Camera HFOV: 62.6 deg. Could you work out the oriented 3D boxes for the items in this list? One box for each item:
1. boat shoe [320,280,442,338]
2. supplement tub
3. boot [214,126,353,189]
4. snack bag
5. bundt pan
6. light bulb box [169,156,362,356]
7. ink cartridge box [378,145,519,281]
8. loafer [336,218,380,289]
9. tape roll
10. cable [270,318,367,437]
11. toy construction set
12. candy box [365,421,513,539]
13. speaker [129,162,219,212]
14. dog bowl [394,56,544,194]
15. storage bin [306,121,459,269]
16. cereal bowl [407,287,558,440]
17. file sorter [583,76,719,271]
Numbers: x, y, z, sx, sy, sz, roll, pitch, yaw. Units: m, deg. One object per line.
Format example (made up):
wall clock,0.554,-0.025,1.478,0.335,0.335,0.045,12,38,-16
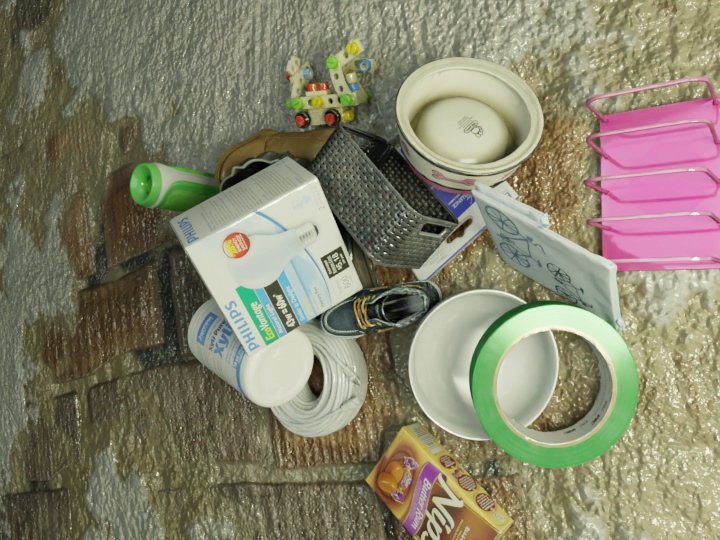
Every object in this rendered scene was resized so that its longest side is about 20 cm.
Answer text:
boat shoe,0.017,0.057,0.867,0.199,0.091,0.072,-17,86,21
supplement tub,-0.183,0.128,0.975,0.199,0.131,0.133,19,100,44
boot,-0.137,-0.196,1.026,0.199,0.066,0.176,11,52,37
snack bag,0.233,-0.015,0.722,0.021,0.189,0.200,-49,53,-5
bundt pan,-0.130,-0.110,0.977,0.200,0.076,0.203,6,129,8
light bulb box,-0.134,-0.022,0.860,0.199,0.199,0.125,-31,32,-12
ink cartridge box,0.116,-0.115,0.899,0.198,0.047,0.201,-43,67,25
loafer,0.000,0.000,0.980,0.072,0.062,0.202,139,123,-62
tape roll,0.237,0.140,0.739,0.198,0.048,0.203,0,93,4
cable,-0.081,0.181,1.017,0.200,0.069,0.201,-44,64,27
toy construction set,-0.064,-0.314,1.006,0.199,0.092,0.132,13,118,43
candy box,0.112,0.339,0.878,0.200,0.056,0.117,42,111,28
speaker,-0.331,-0.151,1.129,0.088,0.199,0.089,-1,88,36
dog bowl,0.141,-0.192,0.808,0.201,0.199,0.074,58,163,22
storage bin,0.029,-0.106,0.852,0.094,0.135,0.200,-50,61,24
cereal bowl,0.163,0.122,0.809,0.198,0.083,0.202,0,94,6
file sorter,0.338,-0.103,0.684,0.138,0.125,0.202,-2,87,36
